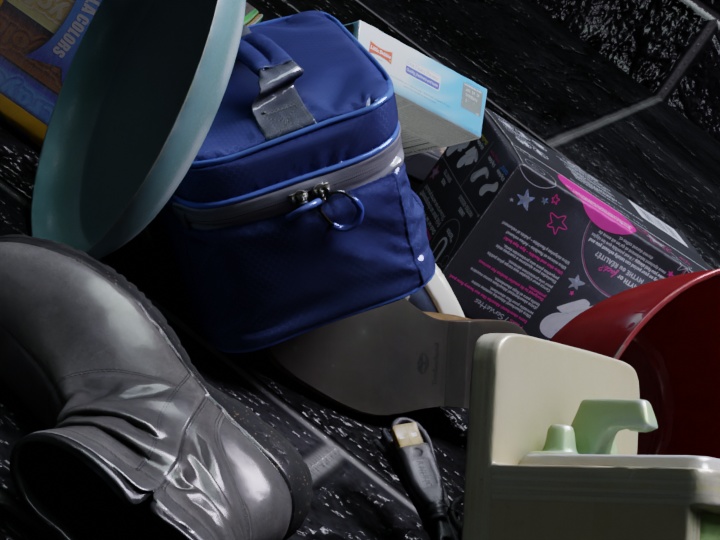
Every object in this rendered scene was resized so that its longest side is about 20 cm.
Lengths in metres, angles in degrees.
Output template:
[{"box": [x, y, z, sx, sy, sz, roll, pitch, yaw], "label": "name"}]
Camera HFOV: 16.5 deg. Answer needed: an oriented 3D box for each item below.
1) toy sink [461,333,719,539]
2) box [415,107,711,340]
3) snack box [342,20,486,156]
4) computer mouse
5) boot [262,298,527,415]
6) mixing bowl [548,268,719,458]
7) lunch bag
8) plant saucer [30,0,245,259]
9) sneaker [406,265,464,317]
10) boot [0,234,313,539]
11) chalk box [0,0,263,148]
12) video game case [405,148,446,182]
[{"box": [0.121, 0.131, 1.033, 0.111, 0.202, 0.130, -2, -10, 34], "label": "toy sink"}, {"box": [0.141, -0.004, 1.752, 0.199, 0.115, 0.132, 31, 13, -22], "label": "box"}, {"box": [-0.031, -0.101, 1.571, 0.116, 0.037, 0.199, 24, -25, -40], "label": "snack box"}, {"box": [0.082, 0.137, 1.289, 0.199, 0.044, 0.110, 20, 32, -50], "label": "computer mouse"}, {"box": [0.005, 0.045, 1.411, 0.199, 0.074, 0.075, 14, -6, -43], "label": "boot"}, {"box": [0.146, 0.088, 1.222, 0.199, 0.201, 0.108, 25, -7, -37], "label": "mixing bowl"}, {"box": [-0.048, -0.057, 1.315, 0.200, 0.135, 0.133, -130, -157, -64], "label": "lunch bag"}, {"box": [-0.109, -0.091, 1.255, 0.027, 0.201, 0.200, 24, 17, -23], "label": "plant saucer"}, {"box": [0.000, 0.000, 1.515, 0.201, 0.084, 0.075, 58, 1, -10], "label": "sneaker"}, {"box": [-0.115, 0.060, 1.039, 0.199, 0.070, 0.132, 34, 19, 10], "label": "boot"}, {"box": [-0.142, -0.127, 1.469, 0.199, 0.124, 0.124, 36, 13, -1], "label": "chalk box"}, {"box": [0.040, -0.118, 2.068, 0.199, 0.026, 0.181, 22, 19, -44], "label": "video game case"}]
